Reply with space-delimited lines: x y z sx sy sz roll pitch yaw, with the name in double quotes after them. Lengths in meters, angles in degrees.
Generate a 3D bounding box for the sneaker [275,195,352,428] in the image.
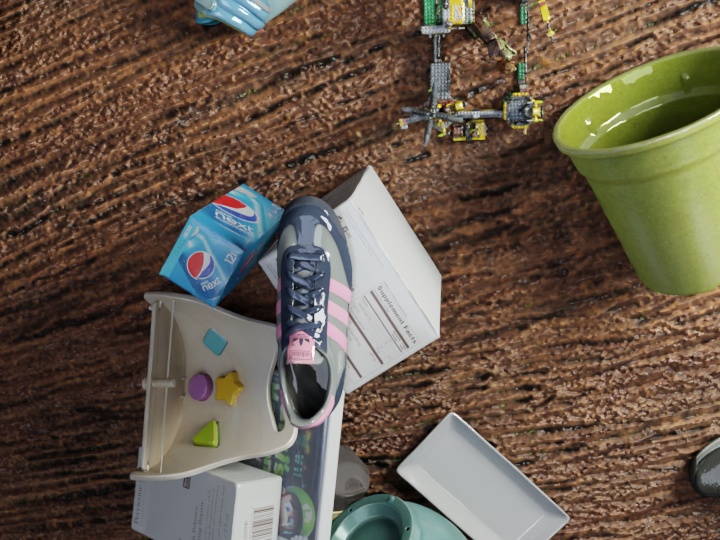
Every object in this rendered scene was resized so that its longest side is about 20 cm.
-0.043 0.041 0.707 0.068 0.082 0.205 -2 105 9 "sneaker"

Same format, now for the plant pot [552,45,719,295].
0.313 -0.088 0.798 0.197 0.201 0.187 -23 113 12 "plant pot"

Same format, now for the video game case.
-0.097 0.219 0.921 0.179 0.023 0.205 4 88 42 "video game case"

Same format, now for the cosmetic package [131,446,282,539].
-0.181 0.269 0.931 0.197 0.073 0.104 2 86 42 "cosmetic package"

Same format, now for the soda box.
-0.137 -0.032 0.846 0.063 0.200 0.069 31 106 -3 "soda box"

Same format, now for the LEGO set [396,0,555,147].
0.119 -0.223 0.808 0.150 0.116 0.205 7 106 5 "LEGO set"

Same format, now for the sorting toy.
-0.151 0.132 0.905 0.176 0.107 0.205 -1 80 19 "sorting toy"

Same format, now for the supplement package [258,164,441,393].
0.000 0.000 0.839 0.110 0.200 0.157 -32 100 15 "supplement package"

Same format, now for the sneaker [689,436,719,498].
0.470 0.222 0.886 0.196 0.116 0.076 -20 102 11 "sneaker"

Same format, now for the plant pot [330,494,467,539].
0.034 0.341 0.910 0.197 0.202 0.136 -24 119 12 "plant pot"

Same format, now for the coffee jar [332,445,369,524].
-0.073 0.303 0.976 0.085 0.103 0.202 41 109 30 "coffee jar"

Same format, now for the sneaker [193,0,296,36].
-0.152 -0.333 0.832 0.130 0.080 0.201 -39 97 13 "sneaker"

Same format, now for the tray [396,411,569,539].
0.148 0.268 0.986 0.199 0.022 0.108 42 105 -5 "tray"
